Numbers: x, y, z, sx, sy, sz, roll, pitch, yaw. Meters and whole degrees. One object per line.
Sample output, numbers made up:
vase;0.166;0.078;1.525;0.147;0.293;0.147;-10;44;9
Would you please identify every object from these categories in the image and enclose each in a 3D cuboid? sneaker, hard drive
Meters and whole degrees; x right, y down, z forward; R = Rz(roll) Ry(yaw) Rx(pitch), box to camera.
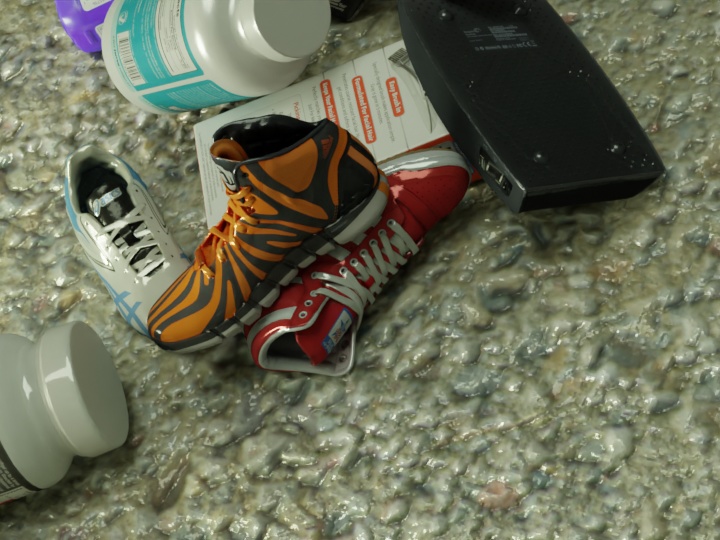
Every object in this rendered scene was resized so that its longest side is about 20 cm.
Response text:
sneaker;-0.086;-0.036;1.210;0.200;0.112;0.078;-40;40;5
hard drive;0.114;-0.122;1.261;0.134;0.042;0.201;-8;51;-28
sneaker;0.000;0.000;1.252;0.199;0.071;0.113;-30;46;13
sneaker;-0.173;-0.020;1.345;0.072;0.073;0.200;-35;51;-5

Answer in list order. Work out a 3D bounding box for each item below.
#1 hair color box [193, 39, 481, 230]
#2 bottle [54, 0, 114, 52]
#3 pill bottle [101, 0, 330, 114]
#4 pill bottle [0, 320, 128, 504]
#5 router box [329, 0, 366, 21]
hair color box;-0.018;-0.089;1.328;0.199;0.064;0.111;-21;49;11
bottle;-0.161;-0.257;1.508;0.199;0.065;0.084;-24;51;8
pill bottle;-0.107;-0.183;1.359;0.199;0.111;0.111;-3;52;53
pill bottle;-0.274;0.113;1.270;0.199;0.117;0.117;-20;51;10
router box;-0.078;-0.302;1.432;0.199;0.062;0.151;17;54;-17
